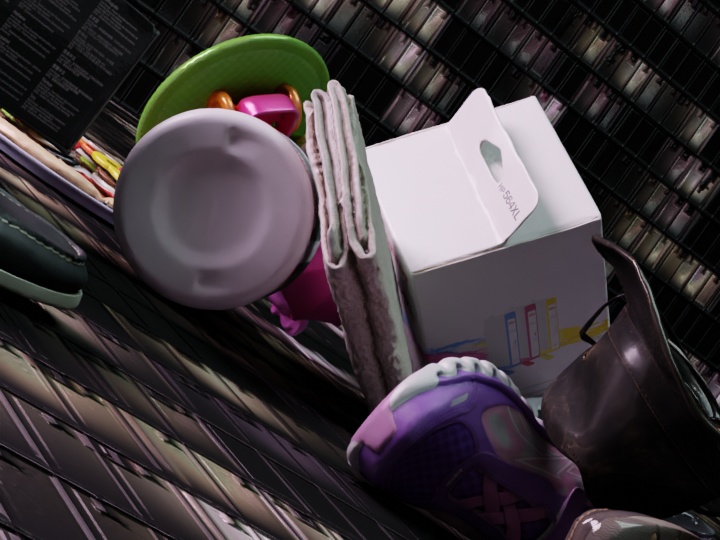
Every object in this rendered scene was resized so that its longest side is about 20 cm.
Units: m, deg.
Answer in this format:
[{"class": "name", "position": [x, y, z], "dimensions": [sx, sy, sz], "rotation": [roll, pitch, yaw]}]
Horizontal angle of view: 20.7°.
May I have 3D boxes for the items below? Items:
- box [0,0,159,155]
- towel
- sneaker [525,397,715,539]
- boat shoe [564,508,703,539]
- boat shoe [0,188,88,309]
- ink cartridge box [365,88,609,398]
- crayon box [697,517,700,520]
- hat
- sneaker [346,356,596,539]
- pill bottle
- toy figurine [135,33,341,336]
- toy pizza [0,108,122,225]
[{"class": "box", "position": [-0.227, -0.168, 1.013], "dimensions": [0.164, 0.086, 0.200], "rotation": [37, -1, 38]}, {"class": "towel", "position": [0.000, 0.000, 1.115], "dimensions": [0.200, 0.034, 0.133], "rotation": [75, 6, -52]}, {"class": "sneaker", "position": [0.155, 0.149, 1.234], "dimensions": [0.114, 0.076, 0.200], "rotation": [34, -2, 40]}, {"class": "boat shoe", "position": [0.134, 0.161, 0.947], "dimensions": [0.073, 0.075, 0.200], "rotation": [22, -14, 38]}, {"class": "boat shoe", "position": [-0.178, -0.058, 0.767], "dimensions": [0.199, 0.066, 0.075], "rotation": [35, 2, -18]}, {"class": "ink cartridge box", "position": [0.080, -0.004, 1.266], "dimensions": [0.129, 0.125, 0.200], "rotation": [-114, -171, -46]}, {"class": "crayon box", "position": [0.151, 0.150, 1.422], "dimensions": [0.200, 0.058, 0.119], "rotation": [35, 2, 6]}, {"class": "hat", "position": [0.136, 0.075, 0.972], "dimensions": [0.201, 0.081, 0.201], "rotation": [59, 6, -10]}, {"class": "sneaker", "position": [0.073, 0.109, 0.981], "dimensions": [0.200, 0.080, 0.089], "rotation": [29, 21, -51]}, {"class": "pill bottle", "position": [-0.079, -0.036, 1.190], "dimensions": [0.114, 0.114, 0.200], "rotation": [35, 2, 1]}, {"class": "toy figurine", "position": [-0.060, -0.029, 1.374], "dimensions": [0.150, 0.200, 0.184], "rotation": [-8, 51, -31]}, {"class": "toy pizza", "position": [-0.205, -0.082, 1.352], "dimensions": [0.200, 0.032, 0.200], "rotation": [35, 2, -2]}]
